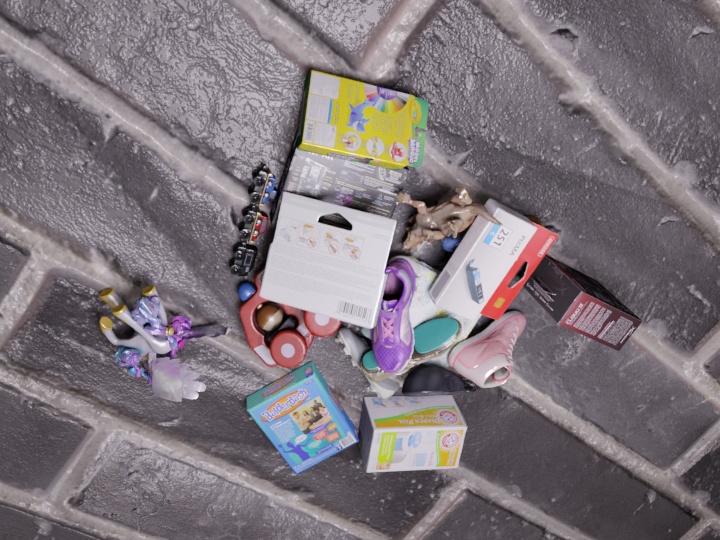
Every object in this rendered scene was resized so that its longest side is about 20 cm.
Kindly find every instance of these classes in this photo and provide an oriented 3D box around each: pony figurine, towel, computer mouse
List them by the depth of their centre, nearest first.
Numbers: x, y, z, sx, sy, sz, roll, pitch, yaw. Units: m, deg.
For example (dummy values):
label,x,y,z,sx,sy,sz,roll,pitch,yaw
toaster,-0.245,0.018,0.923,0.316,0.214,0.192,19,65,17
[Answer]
label,x,y,z,sx,sy,sz,roll,pitch,yaw
pony figurine,-0.339,0.121,1.086,0.190,0.168,0.202,-4,127,27
towel,0.122,0.083,1.194,0.198,0.048,0.173,25,106,-22
computer mouse,0.138,0.207,1.210,0.136,0.199,0.054,-6,80,25

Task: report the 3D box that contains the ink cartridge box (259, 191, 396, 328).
label,x,y,z,sx,sy,sz,roll,pitch,yaw
ink cartridge box,-0.051,-0.017,1.034,0.196,0.044,0.177,15,94,10

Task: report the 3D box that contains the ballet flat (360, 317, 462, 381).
label,x,y,z,sx,sy,sz,roll,pitch,yaw
ballet flat,0.096,0.148,1.163,0.197,0.069,0.076,-25,139,6

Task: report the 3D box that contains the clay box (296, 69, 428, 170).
label,x,y,z,sx,sy,sz,roll,pitch,yaw
clay box,0.006,-0.229,1.001,0.196,0.047,0.117,10,84,-18

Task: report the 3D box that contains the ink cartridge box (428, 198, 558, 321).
label,x,y,z,sx,sy,sz,roll,pitch,yaw
ink cartridge box,0.240,-0.002,1.118,0.174,0.045,0.202,20,113,-27

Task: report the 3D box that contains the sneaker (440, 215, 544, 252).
label,x,y,z,sx,sy,sz,roll,pitch,yaw
sneaker,0.241,-0.040,1.162,0.196,0.076,0.090,-5,118,-9

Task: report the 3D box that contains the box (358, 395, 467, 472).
label,x,y,z,sx,sy,sz,roll,pitch,yaw
box,0.103,0.330,1.304,0.196,0.102,0.114,2,117,-14

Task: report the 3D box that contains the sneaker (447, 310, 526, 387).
label,x,y,z,sx,sy,sz,roll,pitch,yaw
sneaker,0.269,0.156,1.220,0.198,0.104,0.076,-25,136,-30

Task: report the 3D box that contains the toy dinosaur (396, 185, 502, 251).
label,x,y,z,sx,sy,sz,roll,pitch,yaw
toy dinosaur,0.145,-0.089,1.074,0.197,0.135,0.088,-8,86,26

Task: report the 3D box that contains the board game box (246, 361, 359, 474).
label,x,y,z,sx,sy,sz,roll,pitch,yaw
board game box,-0.112,0.295,1.269,0.150,0.045,0.202,-27,120,2

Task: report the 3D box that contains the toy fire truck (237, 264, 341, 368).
label,x,y,z,sx,sy,sz,roll,pitch,yaw
toy fire truck,-0.126,0.061,1.125,0.199,0.112,0.168,-41,94,9

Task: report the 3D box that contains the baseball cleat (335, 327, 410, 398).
label,x,y,z,sx,sy,sz,roll,pitch,yaw
baseball cleat,0.032,0.160,1.227,0.105,0.070,0.201,-32,129,1

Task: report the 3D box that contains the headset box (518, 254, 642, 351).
label,x,y,z,sx,sy,sz,roll,pitch,yaw
headset box,0.400,0.053,1.193,0.198,0.149,0.076,22,111,-30

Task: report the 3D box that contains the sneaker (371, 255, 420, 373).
label,x,y,z,sx,sy,sz,roll,pitch,yaw
sneaker,0.051,0.076,1.090,0.079,0.088,0.205,7,93,17

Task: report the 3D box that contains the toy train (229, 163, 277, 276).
label,x,y,z,sx,sy,sz,roll,pitch,yaw
toy train,-0.177,-0.079,1.070,0.045,0.034,0.203,10,114,-21

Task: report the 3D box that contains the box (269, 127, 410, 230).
label,x,y,z,sx,sy,sz,roll,pitch,yaw
box,-0.036,-0.129,1.071,0.196,0.044,0.163,14,113,-19
